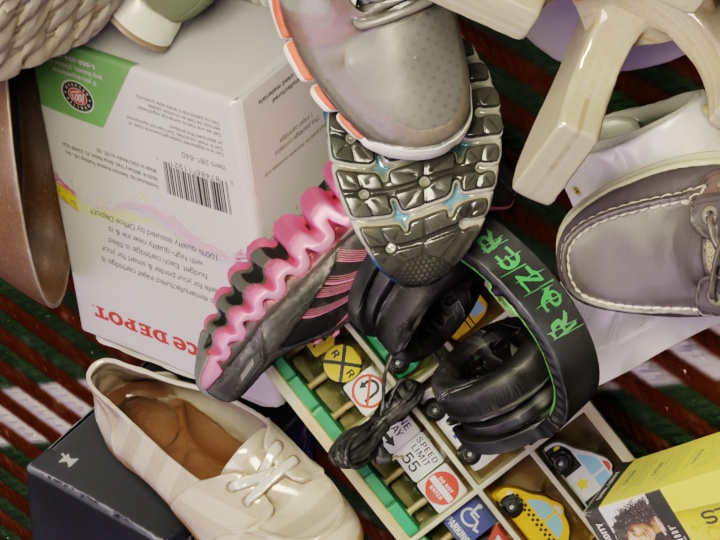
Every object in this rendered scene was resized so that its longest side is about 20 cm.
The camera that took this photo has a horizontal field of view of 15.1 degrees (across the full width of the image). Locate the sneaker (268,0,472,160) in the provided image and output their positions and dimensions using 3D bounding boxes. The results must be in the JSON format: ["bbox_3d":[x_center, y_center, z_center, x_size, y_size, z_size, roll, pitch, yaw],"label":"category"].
[{"bbox_3d":[-0.002,-0.143,1.141,0.201,0.077,0.082,68,165,0],"label":"sneaker"}]

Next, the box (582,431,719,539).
[{"bbox_3d":[0.208,0.111,1.320,0.199,0.050,0.076,-22,106,42],"label":"box"}]

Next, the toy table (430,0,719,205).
[{"bbox_3d":[0.118,-0.125,1.133,0.182,0.118,0.201,15,139,-1],"label":"toy table"}]

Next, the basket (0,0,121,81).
[{"bbox_3d":[-0.159,-0.189,1.260,0.124,0.135,0.200,50,135,10],"label":"basket"}]

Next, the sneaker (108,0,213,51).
[{"bbox_3d":[-0.125,-0.216,1.373,0.090,0.067,0.201,-39,77,24],"label":"sneaker"}]

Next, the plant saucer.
[{"bbox_3d":[-0.185,-0.079,1.443,0.034,0.201,0.201,-5,126,3],"label":"plant saucer"}]

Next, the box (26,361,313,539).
[{"bbox_3d":[-0.109,0.165,1.603,0.104,0.148,0.201,26,137,25],"label":"box"}]

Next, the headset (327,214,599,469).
[{"bbox_3d":[0.038,0.041,1.285,0.124,0.094,0.200,48,158,3],"label":"headset"}]

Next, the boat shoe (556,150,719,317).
[{"bbox_3d":[0.179,-0.013,1.192,0.198,0.065,0.073,-3,104,16],"label":"boat shoe"}]

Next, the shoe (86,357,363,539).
[{"bbox_3d":[-0.079,0.105,1.461,0.199,0.070,0.054,29,152,37],"label":"shoe"}]

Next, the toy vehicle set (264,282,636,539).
[{"bbox_3d":[0.051,0.080,1.412,0.200,0.124,0.027,51,-175,-5],"label":"toy vehicle set"}]

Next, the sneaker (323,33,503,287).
[{"bbox_3d":[0.018,-0.083,1.229,0.090,0.078,0.201,92,171,-66],"label":"sneaker"}]

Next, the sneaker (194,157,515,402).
[{"bbox_3d":[0.000,0.000,1.359,0.095,0.079,0.200,39,100,-18],"label":"sneaker"}]

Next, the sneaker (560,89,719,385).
[{"bbox_3d":[0.120,-0.016,1.303,0.200,0.074,0.116,-33,96,42],"label":"sneaker"}]

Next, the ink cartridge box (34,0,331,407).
[{"bbox_3d":[-0.086,-0.045,1.455,0.144,0.084,0.201,20,133,31],"label":"ink cartridge box"}]
